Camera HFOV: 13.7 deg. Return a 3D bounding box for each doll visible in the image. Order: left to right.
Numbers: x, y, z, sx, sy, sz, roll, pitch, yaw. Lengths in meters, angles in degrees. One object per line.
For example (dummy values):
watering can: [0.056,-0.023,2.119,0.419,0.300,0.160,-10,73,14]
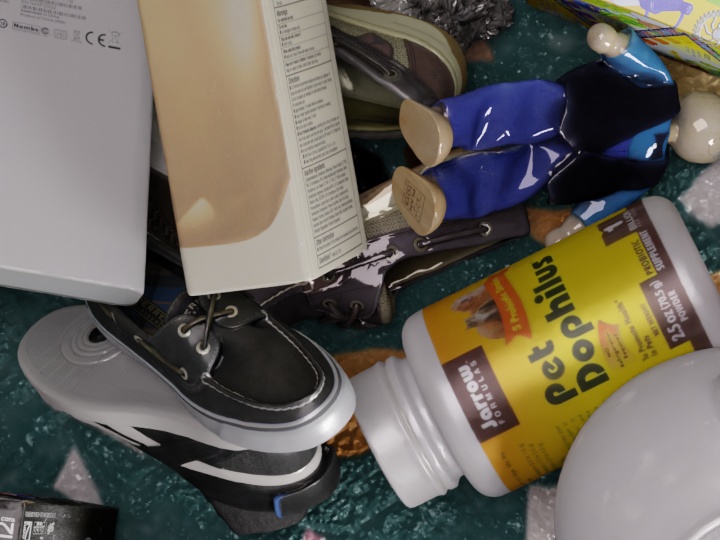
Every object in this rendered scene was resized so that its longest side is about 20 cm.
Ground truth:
doll: [0.113,-0.065,1.601,0.200,0.048,0.137,-11,122,-28]

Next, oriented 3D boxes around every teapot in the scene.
teapot: [0.196,0.149,1.526,0.197,0.146,0.200,-41,118,14]

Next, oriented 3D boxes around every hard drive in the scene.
hard drive: [-0.174,-0.087,1.576,0.132,0.026,0.201,10,65,-19]

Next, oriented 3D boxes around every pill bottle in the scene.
pill bottle: [0.097,0.049,1.601,0.200,0.109,0.109,-27,81,6]

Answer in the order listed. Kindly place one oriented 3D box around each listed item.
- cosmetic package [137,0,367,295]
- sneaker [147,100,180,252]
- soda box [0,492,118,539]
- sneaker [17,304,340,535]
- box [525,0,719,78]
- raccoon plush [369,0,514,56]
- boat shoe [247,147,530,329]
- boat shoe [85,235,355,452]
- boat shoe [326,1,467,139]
cosmetic package: [-0.058,-0.095,1.540,0.071,0.105,0.201,-7,96,18]
sneaker: [-0.118,-0.073,1.679,0.200,0.085,0.073,36,135,23]
soda box: [-0.184,0.153,1.589,0.063,0.200,0.071,7,86,10]
sneaker: [-0.099,0.092,1.649,0.200,0.112,0.073,17,54,40]
box: [0.208,-0.210,1.603,0.192,0.122,0.200,21,88,9]
raccoon plush: [0.033,-0.194,1.605,0.134,0.200,0.097,43,66,11]
boat shoe: [0.000,0.000,1.642,0.200,0.072,0.065,-29,76,-1]
boat shoe: [-0.084,0.033,1.569,0.200,0.057,0.069,28,67,41]
boat shoe: [-0.045,-0.112,1.620,0.200,0.066,0.072,11,121,17]
